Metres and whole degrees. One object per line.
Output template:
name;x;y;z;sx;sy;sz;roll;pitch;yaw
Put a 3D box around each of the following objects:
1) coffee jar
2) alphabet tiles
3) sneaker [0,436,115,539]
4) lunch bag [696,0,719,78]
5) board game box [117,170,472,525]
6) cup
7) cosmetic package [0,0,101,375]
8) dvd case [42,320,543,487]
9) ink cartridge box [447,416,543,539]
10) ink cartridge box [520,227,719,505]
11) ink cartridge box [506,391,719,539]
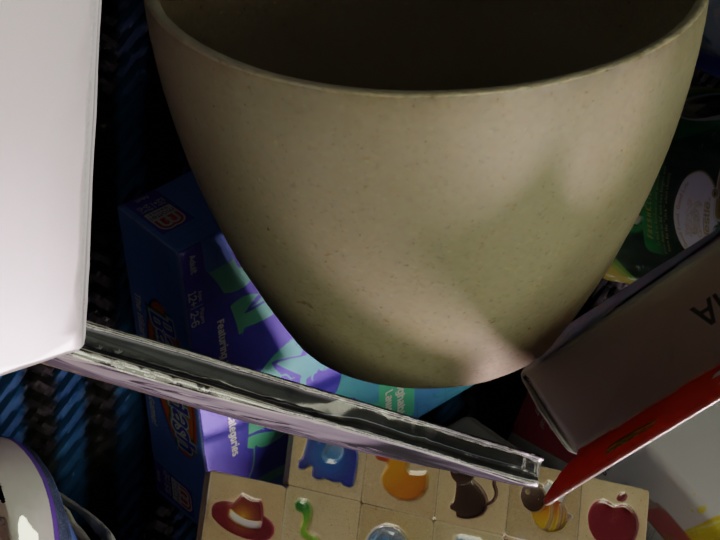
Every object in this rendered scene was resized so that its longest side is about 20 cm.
coffee jar;0.169;-0.028;1.239;0.104;0.200;0.085;-13;109;-38
alphabet tiles;0.023;0.149;1.183;0.200;0.008;0.167;15;70;-22
sneaker;-0.096;0.126;1.176;0.146;0.081;0.200;-24;133;-32
lunch bag;0.222;-0.152;1.192;0.170;0.200;0.127;-39;127;-16
board game box;0.000;0.000;1.209;0.200;0.045;0.152;-30;135;-27
cup;0.024;-0.043;1.066;0.200;0.200;0.143;-21;124;-34
cosmetic package;-0.203;-0.053;0.870;0.200;0.167;0.166;-19;128;-35
dvd case;-0.054;0.042;1.062;0.200;0.149;0.016;19;84;-29
ink cartridge box;0.043;0.202;1.317;0.147;0.146;0.200;-28;133;-29
ink cartridge box;0.148;0.002;1.058;0.200;0.044;0.174;-33;179;15
ink cartridge box;0.158;0.124;1.308;0.083;0.200;0.145;-26;153;-30
